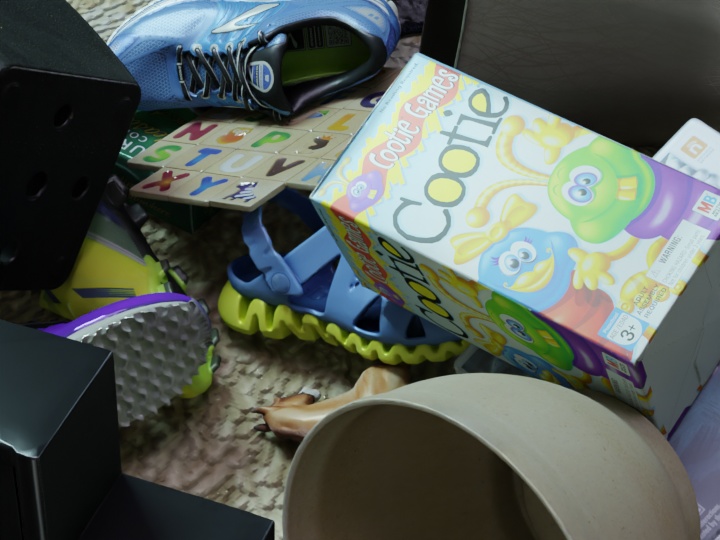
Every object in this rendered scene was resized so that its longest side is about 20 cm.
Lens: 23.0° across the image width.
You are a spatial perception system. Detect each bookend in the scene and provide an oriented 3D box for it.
[{"bbox_3d":[-0.131,0.126,0.837,0.200,0.199,0.092,15,41,13],"label":"bookend"}]

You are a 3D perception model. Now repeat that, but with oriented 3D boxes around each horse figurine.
[{"bbox_3d":[0.053,0.092,0.996,0.200,0.050,0.133,33,42,33],"label":"horse figurine"}]

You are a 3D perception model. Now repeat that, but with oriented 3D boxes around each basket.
[{"bbox_3d":[0.151,-0.153,1.205,0.200,0.180,0.136,8,20,-10],"label":"basket"}]

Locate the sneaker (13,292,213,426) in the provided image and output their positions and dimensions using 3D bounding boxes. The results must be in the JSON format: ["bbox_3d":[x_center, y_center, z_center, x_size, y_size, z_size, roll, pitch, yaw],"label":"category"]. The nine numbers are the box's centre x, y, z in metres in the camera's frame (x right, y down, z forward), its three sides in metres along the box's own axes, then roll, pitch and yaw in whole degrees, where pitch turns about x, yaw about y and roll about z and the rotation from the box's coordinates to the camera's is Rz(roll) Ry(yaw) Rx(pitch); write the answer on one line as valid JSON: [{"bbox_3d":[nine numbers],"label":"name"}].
[{"bbox_3d":[-0.185,0.053,0.991,0.200,0.070,0.100,-27,38,-7],"label":"sneaker"}]

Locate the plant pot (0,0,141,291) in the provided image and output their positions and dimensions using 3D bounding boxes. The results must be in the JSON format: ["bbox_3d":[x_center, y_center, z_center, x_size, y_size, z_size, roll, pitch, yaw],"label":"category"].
[{"bbox_3d":[-0.249,-0.086,1.023,0.177,0.200,0.200,29,13,23],"label":"plant pot"}]

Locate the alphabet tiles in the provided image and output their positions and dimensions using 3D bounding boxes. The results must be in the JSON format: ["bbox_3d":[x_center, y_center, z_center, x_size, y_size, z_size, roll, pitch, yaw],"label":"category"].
[{"bbox_3d":[-0.044,-0.088,1.111,0.166,0.006,0.200,9,33,38],"label":"alphabet tiles"}]

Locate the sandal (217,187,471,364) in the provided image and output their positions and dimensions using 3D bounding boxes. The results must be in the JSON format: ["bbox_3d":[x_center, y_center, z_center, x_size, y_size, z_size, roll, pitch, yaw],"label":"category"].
[{"bbox_3d":[0.000,0.000,1.034,0.200,0.087,0.079,7,26,25],"label":"sandal"}]

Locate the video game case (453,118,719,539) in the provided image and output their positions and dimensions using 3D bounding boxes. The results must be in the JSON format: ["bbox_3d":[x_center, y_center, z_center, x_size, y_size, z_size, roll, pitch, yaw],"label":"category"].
[{"bbox_3d":[0.179,0.034,0.937,0.200,0.023,0.182,-45,58,-9],"label":"video game case"}]

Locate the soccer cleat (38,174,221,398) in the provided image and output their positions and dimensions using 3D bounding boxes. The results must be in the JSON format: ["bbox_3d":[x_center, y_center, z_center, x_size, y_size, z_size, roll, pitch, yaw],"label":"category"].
[{"bbox_3d":[-0.151,0.014,1.079,0.084,0.065,0.200,-38,54,3],"label":"soccer cleat"}]

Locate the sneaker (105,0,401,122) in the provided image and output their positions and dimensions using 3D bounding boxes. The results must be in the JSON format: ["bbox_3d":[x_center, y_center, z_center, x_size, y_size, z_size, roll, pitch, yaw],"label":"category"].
[{"bbox_3d":[-0.074,-0.139,1.133,0.200,0.079,0.089,-11,24,5],"label":"sneaker"}]

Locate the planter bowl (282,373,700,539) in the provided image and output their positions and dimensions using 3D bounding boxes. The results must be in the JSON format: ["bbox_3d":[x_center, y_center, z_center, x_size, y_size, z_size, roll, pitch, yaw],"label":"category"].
[{"bbox_3d":[0.079,0.134,0.855,0.200,0.200,0.135,35,38,31],"label":"planter bowl"}]

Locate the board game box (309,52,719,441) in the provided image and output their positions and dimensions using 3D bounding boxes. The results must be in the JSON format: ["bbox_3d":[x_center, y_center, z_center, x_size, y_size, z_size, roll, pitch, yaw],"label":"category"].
[{"bbox_3d":[0.092,-0.013,0.918,0.200,0.105,0.103,28,74,29],"label":"board game box"}]

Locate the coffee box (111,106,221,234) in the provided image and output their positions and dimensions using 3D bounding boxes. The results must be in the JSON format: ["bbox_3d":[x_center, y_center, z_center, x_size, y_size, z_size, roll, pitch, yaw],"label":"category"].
[{"bbox_3d":[-0.105,-0.113,1.221,0.123,0.044,0.200,25,46,21],"label":"coffee box"}]

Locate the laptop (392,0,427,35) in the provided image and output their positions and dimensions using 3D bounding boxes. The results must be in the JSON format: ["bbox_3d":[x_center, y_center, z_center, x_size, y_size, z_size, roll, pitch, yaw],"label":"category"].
[{"bbox_3d":[0.058,-0.261,1.421,0.177,0.103,0.200,-12,69,-15],"label":"laptop"}]
